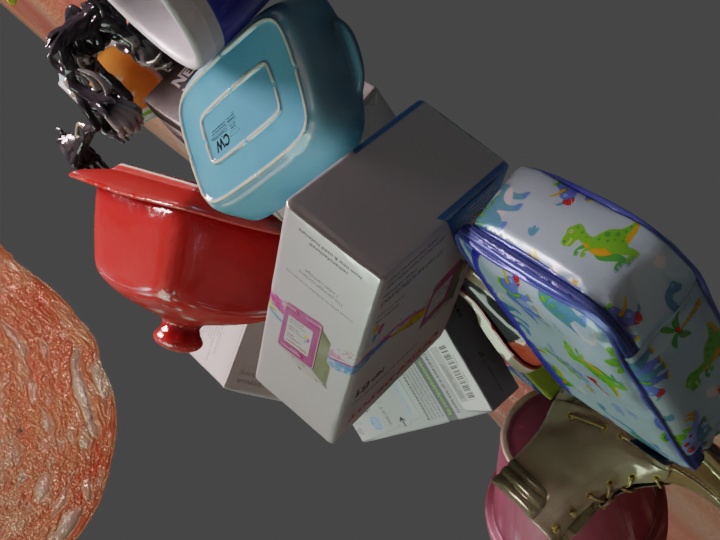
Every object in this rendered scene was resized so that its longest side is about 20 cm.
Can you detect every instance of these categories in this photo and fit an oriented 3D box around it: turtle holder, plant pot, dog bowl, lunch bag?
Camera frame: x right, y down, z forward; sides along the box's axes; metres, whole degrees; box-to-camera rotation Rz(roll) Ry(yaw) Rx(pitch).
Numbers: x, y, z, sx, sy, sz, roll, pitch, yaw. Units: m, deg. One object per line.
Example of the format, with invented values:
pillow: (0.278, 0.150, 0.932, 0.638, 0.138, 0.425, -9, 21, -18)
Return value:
turtle holder: (-0.259, -0.229, 1.188, 0.185, 0.132, 0.141, 39, 175, 34)
plant pot: (0.223, 0.223, 1.188, 0.200, 0.200, 0.180, 36, 155, 39)
dog bowl: (-0.143, -0.228, 0.711, 0.200, 0.079, 0.200, 45, 173, 7)
lunch bag: (0.156, 0.031, 0.722, 0.161, 0.082, 0.200, 38, 172, 47)

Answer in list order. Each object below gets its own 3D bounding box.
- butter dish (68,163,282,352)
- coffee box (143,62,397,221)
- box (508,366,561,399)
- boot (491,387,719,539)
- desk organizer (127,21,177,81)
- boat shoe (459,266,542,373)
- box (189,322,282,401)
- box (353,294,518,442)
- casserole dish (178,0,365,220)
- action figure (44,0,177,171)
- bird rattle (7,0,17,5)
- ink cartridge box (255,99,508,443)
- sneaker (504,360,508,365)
butter dish: (-0.145, -0.001, 0.985, 0.198, 0.149, 0.199, 12, -176, -44)
coffee box: (-0.069, -0.118, 0.904, 0.200, 0.113, 0.080, 35, 171, 40)
box: (0.136, 0.058, 1.157, 0.122, 0.048, 0.200, 44, 174, -28)
boot: (0.233, 0.198, 1.023, 0.199, 0.155, 0.072, 36, 172, 32)
desk organizer: (-0.158, -0.196, 1.100, 0.200, 0.072, 0.077, 47, 174, -38)
boat shoe: (0.099, -0.007, 0.883, 0.200, 0.071, 0.062, 50, 133, -8)
box: (-0.061, 0.033, 1.237, 0.198, 0.202, 0.130, 17, -172, -34)
box: (0.027, 0.063, 0.977, 0.200, 0.041, 0.157, -27, 95, 54)
casserole dish: (-0.070, -0.109, 0.777, 0.199, 0.039, 0.122, -28, 76, 50)
action figure: (-0.214, -0.171, 0.971, 0.101, 0.119, 0.200, 27, 145, 2)
bird rattle: (-0.343, -0.372, 1.077, 0.201, 0.112, 0.163, 56, 159, -11)
ink cartridge box: (0.010, 0.005, 0.785, 0.084, 0.144, 0.201, 38, 144, 16)
sneaker: (0.085, 0.013, 1.054, 0.200, 0.074, 0.087, 43, 176, 17)
